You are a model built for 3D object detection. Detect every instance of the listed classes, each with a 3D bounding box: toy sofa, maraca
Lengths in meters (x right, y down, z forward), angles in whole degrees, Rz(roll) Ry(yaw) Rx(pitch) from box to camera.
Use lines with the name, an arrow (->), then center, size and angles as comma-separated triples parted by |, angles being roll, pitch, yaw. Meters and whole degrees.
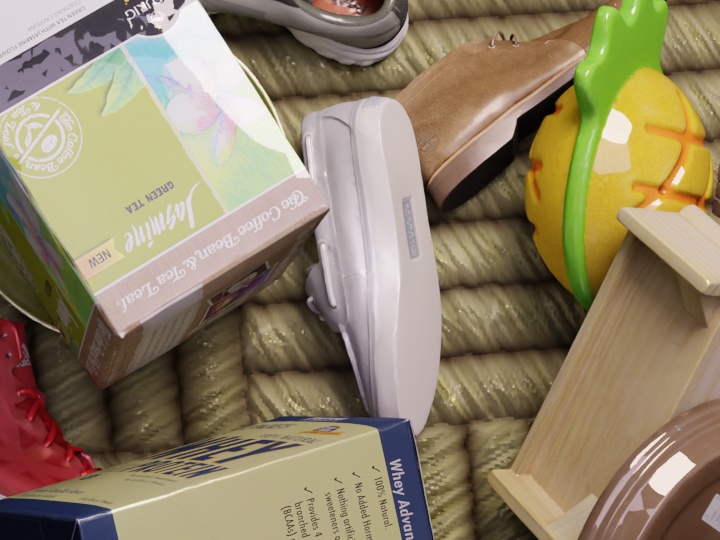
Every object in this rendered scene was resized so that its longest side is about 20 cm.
toy sofa -> 0.164, 0.067, 1.242 | 0.098, 0.083, 0.200 | 4, 120, -39
maraca -> 0.151, -0.069, 1.274 | 0.107, 0.200, 0.137 | 12, 33, 24

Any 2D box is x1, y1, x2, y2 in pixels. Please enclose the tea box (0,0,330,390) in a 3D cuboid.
tea box -> -0.132, -0.061, 1.176 | 0.134, 0.200, 0.197 | -33, 86, -14

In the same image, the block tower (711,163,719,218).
block tower -> 0.227, 0.041, 1.282 | 0.058, 0.054, 0.200 | 4, 102, -7

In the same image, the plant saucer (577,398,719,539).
plant saucer -> 0.194, 0.168, 1.229 | 0.200, 0.029, 0.200 | -17, 118, -33

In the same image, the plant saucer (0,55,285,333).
plant saucer -> -0.141, -0.053, 1.291 | 0.200, 0.031, 0.200 | 2, 79, -8

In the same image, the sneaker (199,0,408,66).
sneaker -> -0.063, -0.182, 1.303 | 0.200, 0.079, 0.074 | 15, 80, -5

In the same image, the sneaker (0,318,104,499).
sneaker -> -0.181, 0.091, 1.236 | 0.200, 0.078, 0.116 | 18, 79, -6

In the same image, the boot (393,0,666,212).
boot -> 0.101, -0.125, 1.327 | 0.200, 0.074, 0.075 | -38, 74, -13

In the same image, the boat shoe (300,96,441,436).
boat shoe -> 0.000, 0.000, 1.286 | 0.068, 0.072, 0.200 | -4, 100, 26

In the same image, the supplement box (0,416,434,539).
supplement box -> -0.069, 0.196, 1.155 | 0.200, 0.134, 0.200 | -14, 95, -32
